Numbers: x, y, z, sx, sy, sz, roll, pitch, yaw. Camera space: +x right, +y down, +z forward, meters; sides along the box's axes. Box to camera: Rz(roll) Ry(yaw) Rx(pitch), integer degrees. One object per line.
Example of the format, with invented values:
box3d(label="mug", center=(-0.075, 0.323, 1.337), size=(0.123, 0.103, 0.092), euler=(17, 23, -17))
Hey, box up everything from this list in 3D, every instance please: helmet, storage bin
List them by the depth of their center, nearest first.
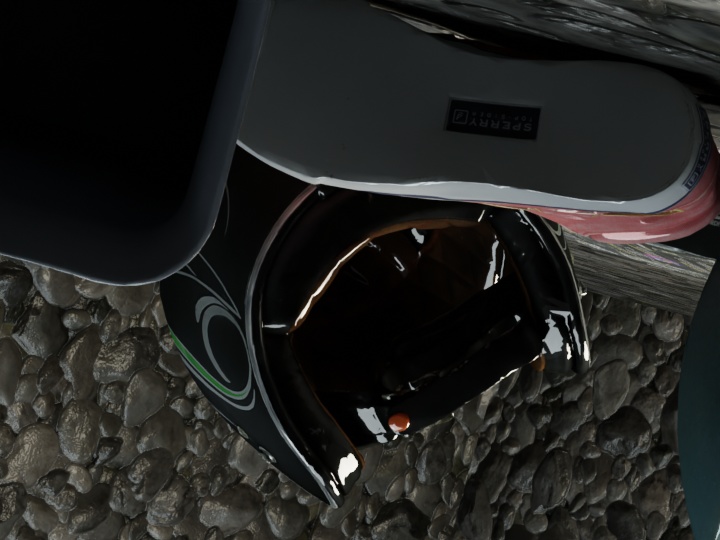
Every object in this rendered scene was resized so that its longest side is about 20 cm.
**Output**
box3d(label="storage bin", center=(-0.122, -0.074, 0.743), size=(0.200, 0.146, 0.134), euler=(16, -170, 7))
box3d(label="helmet", center=(0.000, 0.000, 1.011), size=(0.200, 0.200, 0.191), euler=(16, -170, -18))

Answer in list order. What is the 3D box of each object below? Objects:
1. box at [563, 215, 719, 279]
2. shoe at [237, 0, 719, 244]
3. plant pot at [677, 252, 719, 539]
box3d(label="box", center=(0.172, -0.026, 1.221), size=(0.160, 0.044, 0.200), euler=(16, 179, 27))
box3d(label="shoe", center=(0.042, -0.052, 0.858), size=(0.200, 0.072, 0.091), euler=(11, 172, 20))
box3d(label="plant pot", center=(0.204, 0.038, 0.861), size=(0.200, 0.200, 0.135), euler=(16, -147, -32))
